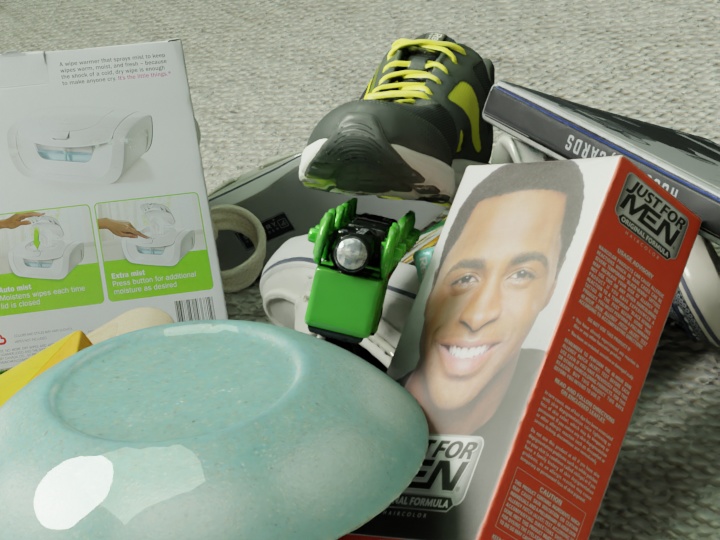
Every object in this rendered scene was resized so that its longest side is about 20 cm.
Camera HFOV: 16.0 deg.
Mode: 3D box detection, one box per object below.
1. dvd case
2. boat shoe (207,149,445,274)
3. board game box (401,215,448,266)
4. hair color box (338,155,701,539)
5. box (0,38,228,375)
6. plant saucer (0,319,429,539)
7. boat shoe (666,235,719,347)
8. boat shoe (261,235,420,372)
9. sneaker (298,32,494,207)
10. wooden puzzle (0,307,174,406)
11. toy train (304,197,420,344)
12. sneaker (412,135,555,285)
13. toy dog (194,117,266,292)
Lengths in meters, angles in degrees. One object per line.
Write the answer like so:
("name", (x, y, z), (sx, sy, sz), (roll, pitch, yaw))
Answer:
("dvd case", (0.170, -0.035, 1.191), (0.150, 0.025, 0.200), (13, 14, -38))
("boat shoe", (-0.030, -0.042, 1.565), (0.199, 0.072, 0.066), (-24, 23, 24))
("board game box", (0.059, -0.017, 1.370), (0.105, 0.024, 0.200), (-33, 3, -22))
("hair color box", (0.062, 0.053, 1.085), (0.101, 0.061, 0.201), (-2, 59, 50))
("box", (-0.188, -0.026, 1.421), (0.199, 0.177, 0.097), (-8, -9, -18))
("plant saucer", (-0.073, 0.061, 1.044), (0.200, 0.039, 0.201), (-5, 24, 2))
("boat shoe", (0.131, 0.009, 1.267), (0.093, 0.075, 0.200), (-29, 12, 5))
("boat shoe", (-0.003, 0.035, 1.318), (0.066, 0.072, 0.200), (-46, 32, -18))
("sneaker", (0.020, -0.076, 1.243), (0.074, 0.085, 0.200), (5, 0, 13))
("wooden puzzle", (-0.189, 0.097, 1.276), (0.199, 0.037, 0.185), (-25, 24, 13))
("toy train", (0.000, 0.000, 1.165), (0.042, 0.057, 0.200), (13, 4, 3))
("sneaker", (0.054, 0.029, 1.185), (0.075, 0.088, 0.201), (-22, 37, 51))
("toy dog", (-0.165, -0.003, 1.526), (0.200, 0.132, 0.096), (-35, 0, -20))
